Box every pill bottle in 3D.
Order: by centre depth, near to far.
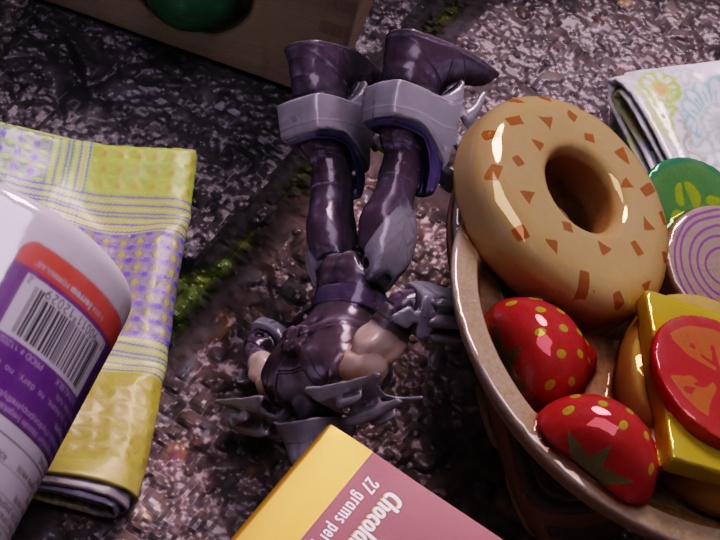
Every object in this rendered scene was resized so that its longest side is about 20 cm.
[{"bbox_3d":[-0.177,0.069,0.852,0.111,0.111,0.200,25,69,5],"label":"pill bottle"}]

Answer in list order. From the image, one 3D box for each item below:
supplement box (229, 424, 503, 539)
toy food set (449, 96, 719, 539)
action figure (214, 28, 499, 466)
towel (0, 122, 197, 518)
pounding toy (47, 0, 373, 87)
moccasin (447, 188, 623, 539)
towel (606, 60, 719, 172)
[{"bbox_3d":[0.016,0.199,0.760,0.197,0.200,0.133,33,52,11],"label":"supplement box"},{"bbox_3d":[0.125,0.025,0.901,0.198,0.049,0.200,17,44,-22],"label":"toy food set"},{"bbox_3d":[0.000,0.000,0.949,0.069,0.130,0.200,27,65,-44],"label":"action figure"},{"bbox_3d":[-0.149,0.012,0.978,0.143,0.023,0.200,12,51,-4],"label":"towel"},{"bbox_3d":[-0.045,-0.184,1.078,0.184,0.142,0.200,19,50,2],"label":"pounding toy"},{"bbox_3d":[0.081,0.028,0.986,0.074,0.078,0.202,-12,62,-7],"label":"moccasin"},{"bbox_3d":[0.230,-0.034,1.094,0.200,0.048,0.171,-6,56,-19],"label":"towel"}]
